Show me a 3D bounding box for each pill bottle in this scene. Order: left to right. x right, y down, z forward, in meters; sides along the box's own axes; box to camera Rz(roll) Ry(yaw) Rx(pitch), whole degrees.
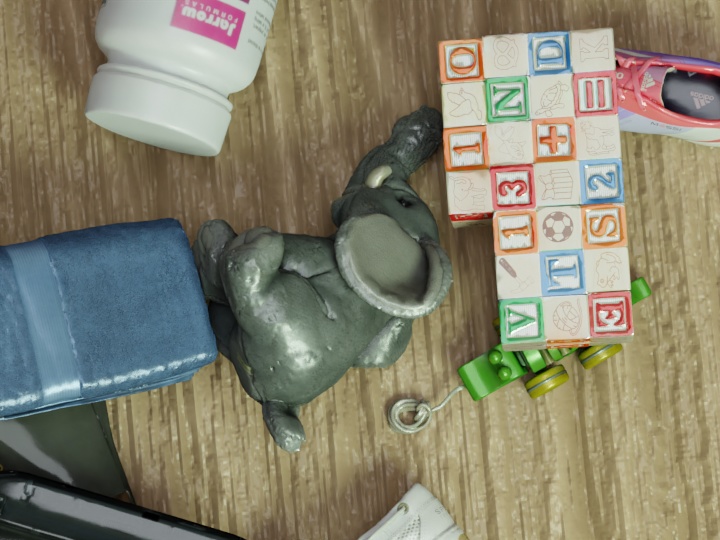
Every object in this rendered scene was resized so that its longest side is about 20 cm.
[{"bbox_3d":[-0.112,-0.186,1.670,0.113,0.113,0.201,15,83,1],"label":"pill bottle"}]

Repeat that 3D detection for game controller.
[{"bbox_3d":[-0.162,0.200,1.598,0.199,0.042,0.105,16,96,3],"label":"game controller"}]

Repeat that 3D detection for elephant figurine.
[{"bbox_3d":[0.000,0.000,1.648,0.199,0.141,0.156,-18,112,-18],"label":"elephant figurine"}]

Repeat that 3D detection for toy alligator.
[{"bbox_3d":[0.108,0.056,1.670,0.199,0.054,0.060,-28,83,-4],"label":"toy alligator"}]

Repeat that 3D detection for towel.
[{"bbox_3d":[-0.199,0.033,1.616,0.199,0.049,0.112,-11,86,-20],"label":"towel"}]

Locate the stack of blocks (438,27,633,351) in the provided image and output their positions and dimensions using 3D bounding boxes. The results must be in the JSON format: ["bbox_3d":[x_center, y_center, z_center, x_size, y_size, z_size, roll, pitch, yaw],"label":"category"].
[{"bbox_3d":[0.114,-0.051,1.625,0.114,0.059,0.201,-4,84,5],"label":"stack of blocks"}]

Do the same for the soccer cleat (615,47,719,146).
[{"bbox_3d":[0.173,-0.125,1.685,0.199,0.073,0.069,8,82,0],"label":"soccer cleat"}]

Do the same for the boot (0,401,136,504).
[{"bbox_3d":[-0.256,0.121,1.651,0.199,0.077,0.139,-19,88,-2],"label":"boot"}]

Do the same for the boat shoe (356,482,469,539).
[{"bbox_3d":[-0.025,0.212,1.644,0.200,0.071,0.069,-34,80,-11],"label":"boat shoe"}]
